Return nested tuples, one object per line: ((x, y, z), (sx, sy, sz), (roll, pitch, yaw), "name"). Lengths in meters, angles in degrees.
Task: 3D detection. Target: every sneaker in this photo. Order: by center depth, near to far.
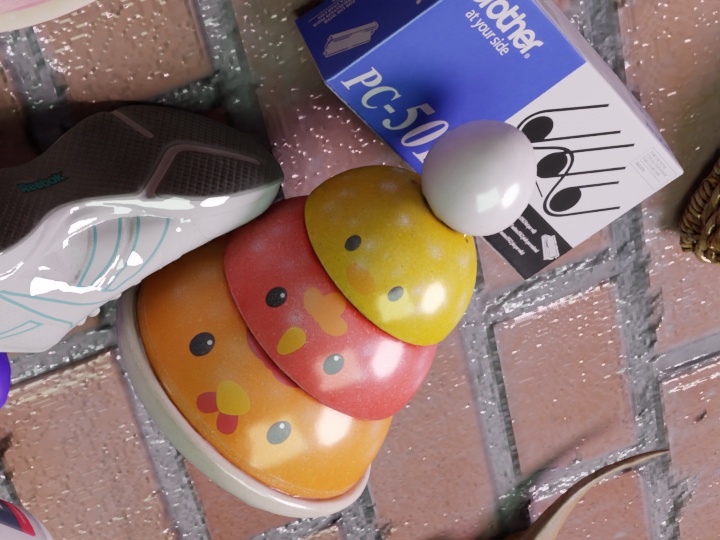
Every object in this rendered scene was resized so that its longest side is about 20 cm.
((-0.124, -0.014, 1.250), (0.200, 0.070, 0.080), (-18, 138, -32), "sneaker")

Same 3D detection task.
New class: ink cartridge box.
((0.061, -0.077, 1.316), (0.094, 0.044, 0.200), (-35, 141, 11), "ink cartridge box")

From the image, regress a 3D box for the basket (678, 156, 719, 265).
((0.281, -0.051, 1.449), (0.199, 0.149, 0.143), (6, 101, -32), "basket")

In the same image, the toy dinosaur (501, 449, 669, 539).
((0.090, 0.162, 1.620), (0.106, 0.060, 0.200), (-31, 155, -33), "toy dinosaur")

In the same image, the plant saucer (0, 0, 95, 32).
((-0.134, -0.152, 1.052), (0.200, 0.051, 0.201), (-15, 148, -10), "plant saucer")

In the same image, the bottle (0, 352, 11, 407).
((-0.226, 0.008, 1.248), (0.083, 0.065, 0.200), (-28, 142, 7), "bottle")

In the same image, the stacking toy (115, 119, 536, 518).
((0.000, 0.000, 1.287), (0.146, 0.146, 0.200), (19, 127, -41), "stacking toy")

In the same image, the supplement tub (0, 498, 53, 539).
((-0.248, 0.146, 1.331), (0.200, 0.141, 0.140), (27, 120, -37), "supplement tub")
